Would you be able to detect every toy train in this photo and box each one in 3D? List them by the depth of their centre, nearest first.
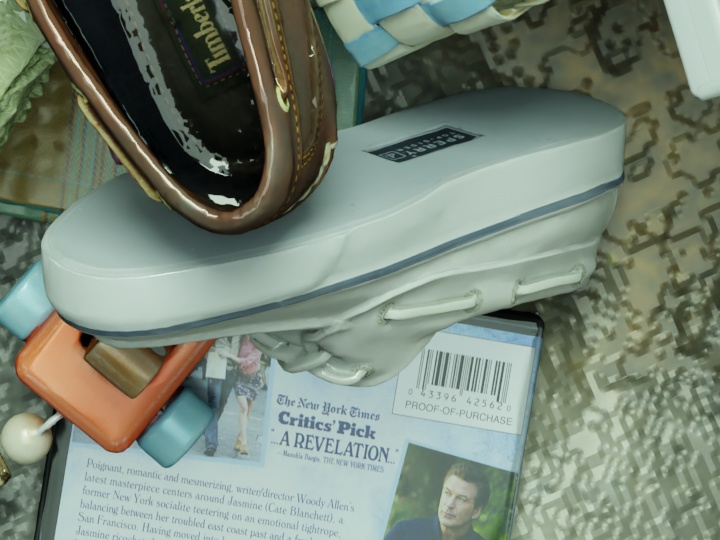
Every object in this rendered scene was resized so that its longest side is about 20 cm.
[{"bbox_3d":[-0.091,-0.045,0.786,0.150,0.056,0.200,-45,97,-5],"label":"toy train"}]

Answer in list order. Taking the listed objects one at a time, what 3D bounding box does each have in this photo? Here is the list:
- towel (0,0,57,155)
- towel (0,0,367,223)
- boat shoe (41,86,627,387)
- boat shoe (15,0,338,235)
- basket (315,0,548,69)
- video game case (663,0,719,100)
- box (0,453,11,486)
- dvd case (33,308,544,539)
[{"bbox_3d":[-0.155,-0.070,0.757,0.148,0.036,0.200,38,110,7],"label":"towel"},{"bbox_3d":[-0.092,-0.088,0.835,0.199,0.022,0.148,9,92,0],"label":"towel"},{"bbox_3d":[0.000,0.000,0.771,0.199,0.073,0.066,-14,117,-36],"label":"boat shoe"},{"bbox_3d":[-0.063,-0.102,0.677,0.070,0.070,0.201,-28,97,15],"label":"boat shoe"},{"bbox_3d":[0.017,-0.174,0.757,0.176,0.139,0.201,-39,98,-40],"label":"basket"},{"bbox_3d":[0.134,-0.134,0.743,0.199,0.018,0.144,-19,93,-43],"label":"video game case"},{"bbox_3d":[-0.227,0.031,0.825,0.199,0.021,0.164,-25,95,4],"label":"box"},{"bbox_3d":[-0.030,0.101,0.841,0.142,0.018,0.201,9,93,0],"label":"dvd case"}]
